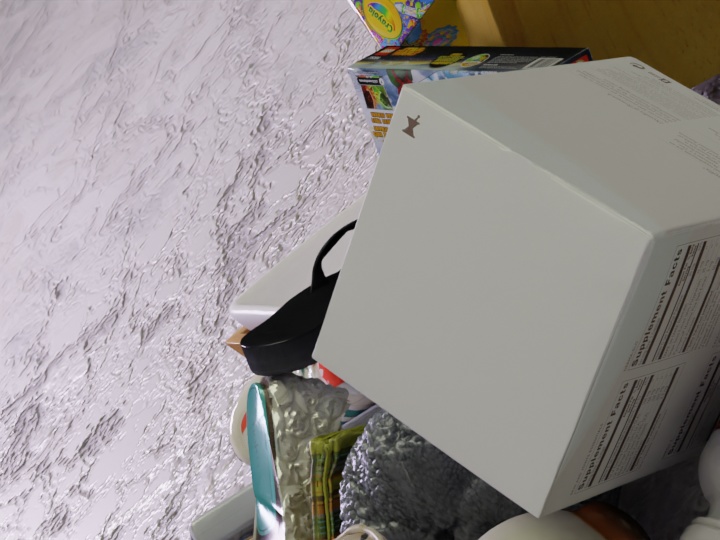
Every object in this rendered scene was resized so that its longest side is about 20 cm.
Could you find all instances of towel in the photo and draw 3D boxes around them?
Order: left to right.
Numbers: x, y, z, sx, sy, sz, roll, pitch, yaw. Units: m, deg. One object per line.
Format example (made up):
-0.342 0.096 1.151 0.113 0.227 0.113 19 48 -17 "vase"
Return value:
0.002 0.186 1.187 0.018 0.200 0.086 -3 1 25 "towel"

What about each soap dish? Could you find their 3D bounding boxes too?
0.020 0.006 1.502 0.200 0.081 0.157 -41 19 -23 "soap dish"

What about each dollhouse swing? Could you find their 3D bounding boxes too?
0.155 -0.178 1.431 0.200 0.182 0.176 -29 26 -10 "dollhouse swing"

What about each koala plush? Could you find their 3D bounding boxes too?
0.091 0.112 1.181 0.177 0.184 0.200 -20 15 31 "koala plush"

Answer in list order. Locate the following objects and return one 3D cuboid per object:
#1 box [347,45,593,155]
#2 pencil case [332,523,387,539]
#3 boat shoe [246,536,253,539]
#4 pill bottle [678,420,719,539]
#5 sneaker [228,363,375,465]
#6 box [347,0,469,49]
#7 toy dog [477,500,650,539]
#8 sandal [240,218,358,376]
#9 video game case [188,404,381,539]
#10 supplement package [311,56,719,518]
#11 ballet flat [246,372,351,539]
0.083 -0.068 1.326 0.040 0.137 0.200 -31 22 -28 "box"
0.024 0.224 1.082 0.078 0.200 0.089 3 43 50 "pencil case"
-0.037 0.143 1.464 0.200 0.066 0.074 -49 22 -5 "boat shoe"
0.231 0.079 1.027 0.200 0.112 0.112 -55 24 -14 "pill bottle"
-0.018 0.061 1.337 0.200 0.070 0.093 -32 -12 25 "sneaker"
0.107 -0.246 1.433 0.193 0.200 0.122 -52 60 37 "box"
0.090 0.197 0.988 0.139 0.194 0.200 -29 32 13 "toy dog"
0.000 0.000 1.273 0.076 0.043 0.200 -11 17 34 "sandal"
-0.016 0.118 1.347 0.200 0.024 0.182 -31 -7 -9 "video game case"
0.111 0.000 1.060 0.152 0.200 0.151 34 118 30 "supplement package"
-0.029 0.153 1.212 0.072 0.072 0.200 -15 71 53 "ballet flat"
